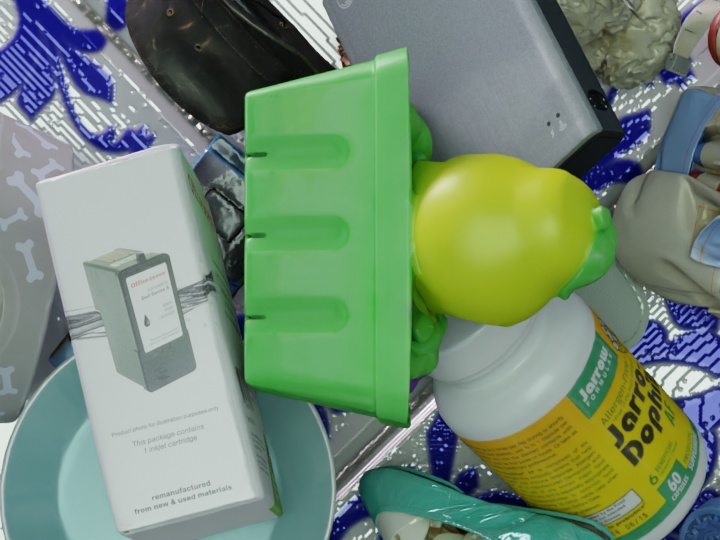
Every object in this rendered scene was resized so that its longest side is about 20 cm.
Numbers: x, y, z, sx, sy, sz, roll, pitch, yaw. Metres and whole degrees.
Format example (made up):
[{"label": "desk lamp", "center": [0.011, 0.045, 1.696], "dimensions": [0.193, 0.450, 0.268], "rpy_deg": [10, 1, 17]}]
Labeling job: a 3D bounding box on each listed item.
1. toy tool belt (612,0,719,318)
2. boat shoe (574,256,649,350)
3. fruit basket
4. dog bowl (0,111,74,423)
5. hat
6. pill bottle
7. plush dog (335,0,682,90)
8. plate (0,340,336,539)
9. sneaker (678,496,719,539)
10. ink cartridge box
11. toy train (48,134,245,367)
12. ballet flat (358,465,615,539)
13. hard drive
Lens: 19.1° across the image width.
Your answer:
[{"label": "toy tool belt", "center": [0.249, -0.064, 1.329], "dimensions": [0.125, 0.123, 0.200], "rpy_deg": [17, 93, -41]}, {"label": "boat shoe", "center": [0.093, -0.011, 1.372], "dimensions": [0.200, 0.060, 0.076], "rpy_deg": [37, 71, -7]}, {"label": "fruit basket", "center": [0.037, -0.015, 1.171], "dimensions": [0.215, 0.156, 0.216], "rpy_deg": [0, 84, 1]}, {"label": "dog bowl", "center": [-0.222, 0.003, 1.316], "dimensions": [0.059, 0.200, 0.200], "rpy_deg": [12, 89, -14]}, {"label": "hat", "center": [-0.090, -0.140, 1.318], "dimensions": [0.081, 0.201, 0.201], "rpy_deg": [-44, 88, 6]}, {"label": "pill bottle", "center": [0.115, 0.078, 1.302], "dimensions": [0.113, 0.113, 0.200], "rpy_deg": [-44, 120, 0]}, {"label": "plush dog", "center": [0.079, -0.143, 1.343], "dimensions": [0.200, 0.160, 0.172], "rpy_deg": [38, 113, 1]}, {"label": "plate", "center": [-0.114, 0.132, 1.274], "dimensions": [0.200, 0.026, 0.201], "rpy_deg": [0, 79, 1]}, {"label": "sneaker", "center": [0.261, 0.220, 1.341], "dimensions": [0.070, 0.078, 0.200], "rpy_deg": [-7, 112, 42]}, {"label": "ink cartridge box", "center": [-0.110, 0.047, 1.204], "dimensions": [0.084, 0.146, 0.200], "rpy_deg": [-15, 79, 0]}, {"label": "toy train", "center": [-0.115, 0.005, 1.348], "dimensions": [0.087, 0.114, 0.200], "rpy_deg": [39, 90, 2]}, {"label": "ballet flat", "center": [0.062, 0.170, 1.316], "dimensions": [0.070, 0.200, 0.067], "rpy_deg": [-51, 133, -31]}, {"label": "hard drive", "center": [0.061, -0.121, 1.245], "dimensions": [0.140, 0.033, 0.200], "rpy_deg": [-44, 59, 38]}]
